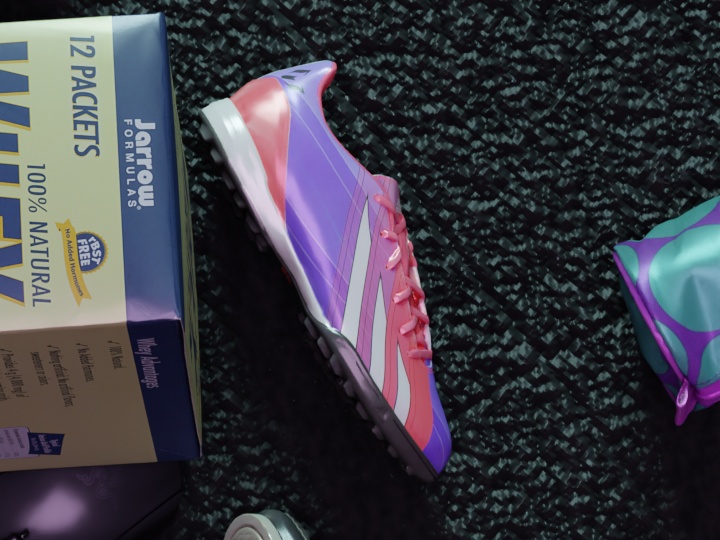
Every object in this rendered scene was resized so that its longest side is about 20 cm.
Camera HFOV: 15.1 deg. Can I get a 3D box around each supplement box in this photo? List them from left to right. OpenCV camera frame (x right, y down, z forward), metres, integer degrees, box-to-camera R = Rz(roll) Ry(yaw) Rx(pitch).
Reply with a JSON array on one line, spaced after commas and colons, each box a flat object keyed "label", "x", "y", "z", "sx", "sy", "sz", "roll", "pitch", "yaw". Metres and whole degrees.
[{"label": "supplement box", "x": -0.172, "y": -0.003, "z": 1.156, "sx": 0.199, "sy": 0.200, "sz": 0.135, "roll": -4, "pitch": 70, "yaw": -2}]

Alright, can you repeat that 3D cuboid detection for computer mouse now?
[{"label": "computer mouse", "x": -0.158, "y": 0.157, "z": 1.242, "sx": 0.199, "sy": 0.046, "sz": 0.141, "roll": -28, "pitch": 88, "yaw": -2}]

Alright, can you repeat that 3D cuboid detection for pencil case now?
[{"label": "pencil case", "x": 0.217, "y": -0.006, "z": 1.234, "sx": 0.199, "sy": 0.085, "sz": 0.093, "roll": -22, "pitch": 60, "yaw": -1}]

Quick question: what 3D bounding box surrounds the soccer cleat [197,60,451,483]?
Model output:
[{"label": "soccer cleat", "x": 0.000, "y": 0.000, "z": 1.241, "sx": 0.073, "sy": 0.068, "sz": 0.200, "roll": -29, "pitch": 87, "yaw": -6}]

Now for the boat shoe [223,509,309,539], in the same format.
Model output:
[{"label": "boat shoe", "x": -0.001, "y": 0.198, "z": 1.246, "sx": 0.067, "sy": 0.072, "sz": 0.201, "roll": -23, "pitch": 81, "yaw": -39}]
